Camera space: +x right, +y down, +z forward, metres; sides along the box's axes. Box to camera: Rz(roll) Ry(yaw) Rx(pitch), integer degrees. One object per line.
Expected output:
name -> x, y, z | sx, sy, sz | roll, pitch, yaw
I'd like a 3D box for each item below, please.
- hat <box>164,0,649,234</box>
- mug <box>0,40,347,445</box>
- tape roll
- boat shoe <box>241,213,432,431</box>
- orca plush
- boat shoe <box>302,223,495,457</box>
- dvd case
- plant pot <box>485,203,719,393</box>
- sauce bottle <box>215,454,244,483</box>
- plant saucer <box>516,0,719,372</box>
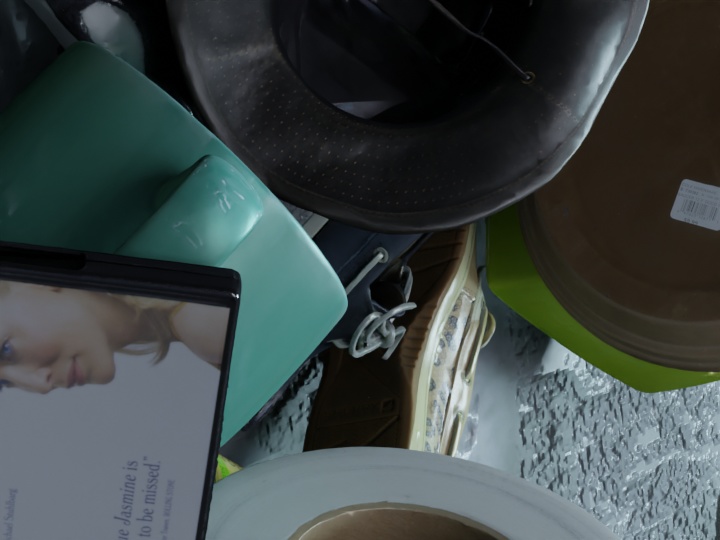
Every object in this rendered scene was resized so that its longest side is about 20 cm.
hat -> 0.011, -0.104, 0.914 | 0.200, 0.081, 0.202 | 3, 77, -13
mug -> -0.099, -0.002, 0.880 | 0.114, 0.152, 0.185 | -47, 156, -10
tape roll -> 0.012, 0.180, 0.922 | 0.202, 0.202, 0.140 | -23, 129, -45
boat shoe -> 0.000, 0.000, 1.001 | 0.200, 0.062, 0.075 | -53, 173, 17
orca plush -> -0.092, -0.113, 0.932 | 0.200, 0.105, 0.071 | 45, 80, -9
boat shoe -> 0.020, 0.043, 1.080 | 0.063, 0.073, 0.201 | 53, 42, -43
dvd case -> -0.147, 0.048, 0.801 | 0.018, 0.199, 0.143 | -90, -172, -54
plant pot -> 0.185, -0.063, 1.147 | 0.200, 0.181, 0.200 | 30, 59, -54
sauce bottle -> -0.042, 0.130, 1.035 | 0.200, 0.065, 0.065 | 34, 67, -46
plant saucer -> 0.160, -0.055, 1.033 | 0.029, 0.199, 0.201 | 33, 67, -62
